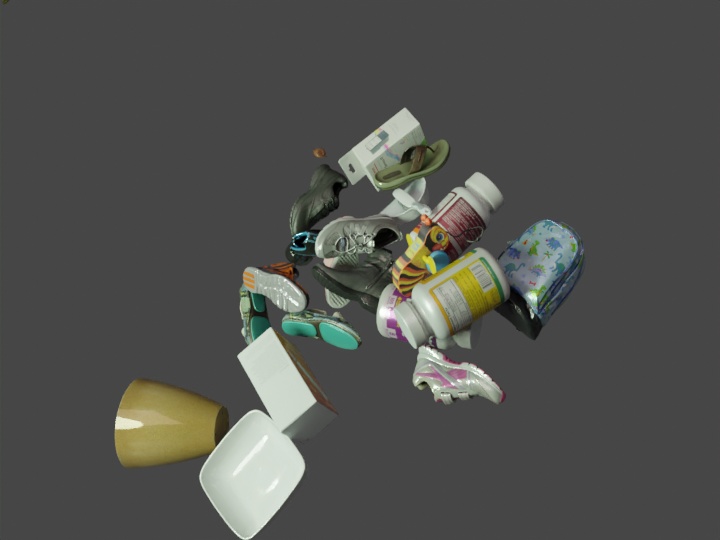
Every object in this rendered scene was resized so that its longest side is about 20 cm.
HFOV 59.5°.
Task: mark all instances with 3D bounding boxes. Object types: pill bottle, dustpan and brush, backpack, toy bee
[{"bbox_3d":[0.140,0.096,1.263,0.196,0.112,0.115,9,70,26],"label":"pill bottle"},{"bbox_3d":[0.205,-0.103,1.331,0.200,0.110,0.110,-44,58,-2],"label":"pill bottle"},{"bbox_3d":[0.113,-0.145,1.379,0.139,0.057,0.200,-43,38,-2],"label":"dustpan and brush"},{"bbox_3d":[0.346,0.000,1.218,0.198,0.155,0.163,-35,50,-11],"label":"backpack"},{"bbox_3d":[0.128,-0.052,1.224,0.201,0.109,0.130,-52,34,-17],"label":"toy bee"},{"bbox_3d":[0.163,0.054,1.147,0.197,0.114,0.114,-31,58,-7],"label":"pill bottle"}]

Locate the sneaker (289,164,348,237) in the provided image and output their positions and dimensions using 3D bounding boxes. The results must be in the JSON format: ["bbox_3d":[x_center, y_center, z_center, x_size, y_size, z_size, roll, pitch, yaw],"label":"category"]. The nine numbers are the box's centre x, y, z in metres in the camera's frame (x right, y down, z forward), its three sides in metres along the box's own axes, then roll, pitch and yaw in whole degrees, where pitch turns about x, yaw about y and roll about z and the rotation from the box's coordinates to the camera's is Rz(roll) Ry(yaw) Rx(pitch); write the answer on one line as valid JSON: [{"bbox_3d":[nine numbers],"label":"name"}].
[{"bbox_3d":[-0.100,-0.158,1.509,0.089,0.076,0.203,24,80,22],"label":"sneaker"}]

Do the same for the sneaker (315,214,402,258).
[{"bbox_3d":[-0.002,-0.070,1.317,0.196,0.076,0.082,-20,31,-22],"label":"sneaker"}]

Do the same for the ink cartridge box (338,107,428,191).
[{"bbox_3d":[0.057,-0.266,1.465,0.198,0.117,0.068,-37,60,2],"label":"ink cartridge box"}]

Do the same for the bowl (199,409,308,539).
[{"bbox_3d":[-0.207,0.413,1.281,0.199,0.075,0.201,38,85,32],"label":"bowl"}]

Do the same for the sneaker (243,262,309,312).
[{"bbox_3d":[-0.164,0.025,1.413,0.198,0.111,0.079,25,119,35],"label":"sneaker"}]

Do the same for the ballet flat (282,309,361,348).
[{"bbox_3d":[-0.077,0.115,1.368,0.196,0.074,0.076,12,71,23],"label":"ballet flat"}]

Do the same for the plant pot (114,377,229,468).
[{"bbox_3d":[-0.390,0.331,1.349,0.194,0.187,0.191,1,66,9],"label":"plant pot"}]

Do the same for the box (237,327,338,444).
[{"bbox_3d":[-0.151,0.239,1.309,0.097,0.125,0.201,-38,58,0],"label":"box"}]

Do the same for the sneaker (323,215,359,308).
[{"bbox_3d":[-0.052,-0.020,1.429,0.104,0.074,0.206,7,90,64],"label":"sneaker"}]

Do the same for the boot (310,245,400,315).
[{"bbox_3d":[0.000,0.000,1.360,0.197,0.070,0.134,29,75,-11],"label":"boot"}]

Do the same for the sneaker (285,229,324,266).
[{"bbox_3d":[-0.128,-0.061,1.416,0.198,0.080,0.075,-16,66,56],"label":"sneaker"}]

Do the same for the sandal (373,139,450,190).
[{"bbox_3d":[0.118,-0.245,1.419,0.198,0.058,0.080,-28,40,-12],"label":"sandal"}]

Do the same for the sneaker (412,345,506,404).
[{"bbox_3d":[0.184,0.221,1.211,0.197,0.081,0.090,18,75,37],"label":"sneaker"}]

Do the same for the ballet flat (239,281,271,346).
[{"bbox_3d":[-0.247,0.114,1.453,0.073,0.074,0.204,-17,59,14],"label":"ballet flat"}]
